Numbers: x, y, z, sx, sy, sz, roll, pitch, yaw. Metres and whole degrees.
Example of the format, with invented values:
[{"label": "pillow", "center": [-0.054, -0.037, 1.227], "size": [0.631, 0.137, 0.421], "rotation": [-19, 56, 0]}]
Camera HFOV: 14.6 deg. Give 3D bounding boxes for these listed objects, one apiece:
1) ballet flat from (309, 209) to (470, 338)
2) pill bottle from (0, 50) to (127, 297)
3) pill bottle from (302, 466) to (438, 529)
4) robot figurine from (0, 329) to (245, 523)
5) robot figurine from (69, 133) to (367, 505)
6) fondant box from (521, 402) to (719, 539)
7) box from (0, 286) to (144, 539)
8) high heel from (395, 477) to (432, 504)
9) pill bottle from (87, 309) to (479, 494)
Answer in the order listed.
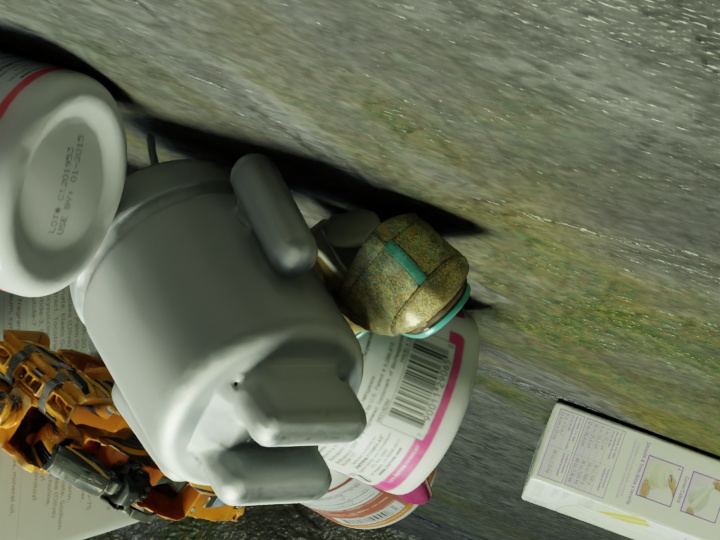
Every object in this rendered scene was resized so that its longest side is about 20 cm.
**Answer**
[{"label": "ballet flat", "center": [0.000, 0.000, 1.429], "size": [0.070, 0.071, 0.200], "rotation": [22, 172, -14]}, {"label": "pill bottle", "center": [-0.221, -0.063, 1.365], "size": [0.199, 0.109, 0.109], "rotation": [16, 171, 28]}, {"label": "pill bottle", "center": [-0.024, 0.109, 1.972], "size": [0.112, 0.113, 0.200], "rotation": [16, 170, 24]}, {"label": "robot figurine", "center": [-0.143, 0.085, 1.563], "size": [0.145, 0.058, 0.200], "rotation": [36, -173, 31]}, {"label": "robot figurine", "center": [-0.073, 0.025, 1.388], "size": [0.112, 0.170, 0.200], "rotation": [4, -139, -41]}, {"label": "fondant box", "center": [0.212, 0.155, 1.893], "size": [0.199, 0.059, 0.144], "rotation": [19, 171, 4]}, {"label": "box", "center": [-0.249, 0.054, 1.703], "size": [0.198, 0.201, 0.171], "rotation": [14, -165, 35]}, {"label": "high heel", "center": [-0.043, 0.084, 1.669], "size": [0.200, 0.096, 0.067], "rotation": [51, 176, -23]}, {"label": "pill bottle", "center": [-0.044, 0.040, 1.577], "size": [0.199, 0.114, 0.113], "rotation": [23, 171, -15]}]
